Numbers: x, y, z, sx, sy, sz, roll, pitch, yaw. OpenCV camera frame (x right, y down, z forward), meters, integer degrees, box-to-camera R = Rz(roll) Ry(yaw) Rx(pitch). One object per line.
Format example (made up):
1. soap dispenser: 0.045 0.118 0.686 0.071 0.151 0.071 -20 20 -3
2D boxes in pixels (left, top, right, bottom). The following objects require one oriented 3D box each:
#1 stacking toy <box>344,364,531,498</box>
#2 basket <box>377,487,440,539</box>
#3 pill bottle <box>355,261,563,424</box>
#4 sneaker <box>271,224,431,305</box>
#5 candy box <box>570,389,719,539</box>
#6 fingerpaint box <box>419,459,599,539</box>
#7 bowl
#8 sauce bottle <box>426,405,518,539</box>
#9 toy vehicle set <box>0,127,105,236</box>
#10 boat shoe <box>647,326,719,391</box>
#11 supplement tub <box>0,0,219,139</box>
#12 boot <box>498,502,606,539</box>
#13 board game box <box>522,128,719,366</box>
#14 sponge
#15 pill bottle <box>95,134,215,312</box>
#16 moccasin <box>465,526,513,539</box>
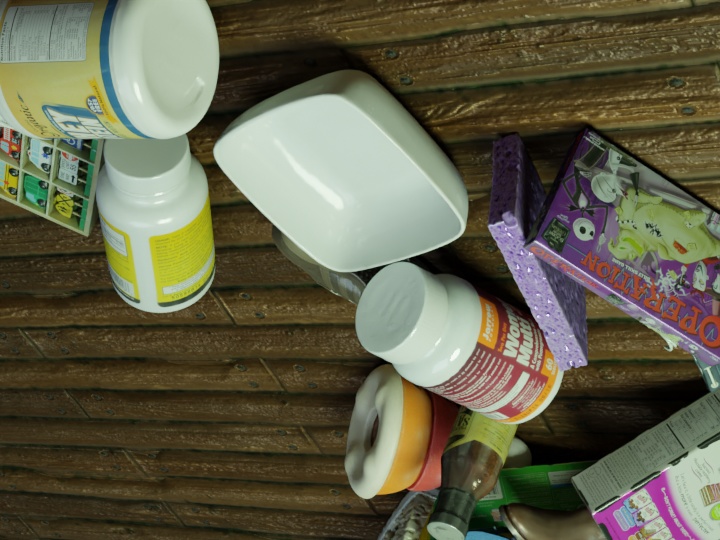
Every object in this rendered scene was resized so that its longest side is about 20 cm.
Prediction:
1. stacking toy: 0.093 0.190 1.804 0.199 0.147 0.146 13 148 -16
2. basket: 0.111 0.390 1.998 0.199 0.161 0.198 24 145 -3
3. pill bottle: 0.096 0.068 1.578 0.109 0.110 0.200 -15 149 42
4. sneaker: 0.000 0.000 1.647 0.200 0.071 0.075 37 162 -13
5. candy box: 0.323 0.208 1.620 0.199 0.061 0.137 -31 127 3
6. fingerpaint box: 0.180 0.283 1.814 0.199 0.074 0.167 -3 148 -14
7. bowl: -0.012 -0.098 1.500 0.199 0.075 0.200 -18 129 44
8. sauce bottle: 0.118 0.184 1.684 0.066 0.201 0.066 16 143 12
9. toy vehicle set: -0.321 -0.122 1.692 0.124 0.027 0.200 24 145 1
10. boat shoe: 0.290 0.038 1.496 0.062 0.075 0.200 -38 127 12
11. supplement tub: -0.241 -0.188 1.454 0.199 0.145 0.145 2 140 29
12. boot: 0.262 0.219 1.676 0.186 0.064 0.200 27 116 -37
13. board game box: 0.247 -0.019 1.408 0.199 0.120 0.032 31 162 -11
14. sponge: 0.160 -0.014 1.473 0.030 0.112 0.200 -14 133 19
15. pill bottle: -0.203 -0.057 1.634 0.111 0.112 0.200 16 145 11
16. moccasin: 0.169 0.329 1.713 0.199 0.081 0.068 32 173 -14
